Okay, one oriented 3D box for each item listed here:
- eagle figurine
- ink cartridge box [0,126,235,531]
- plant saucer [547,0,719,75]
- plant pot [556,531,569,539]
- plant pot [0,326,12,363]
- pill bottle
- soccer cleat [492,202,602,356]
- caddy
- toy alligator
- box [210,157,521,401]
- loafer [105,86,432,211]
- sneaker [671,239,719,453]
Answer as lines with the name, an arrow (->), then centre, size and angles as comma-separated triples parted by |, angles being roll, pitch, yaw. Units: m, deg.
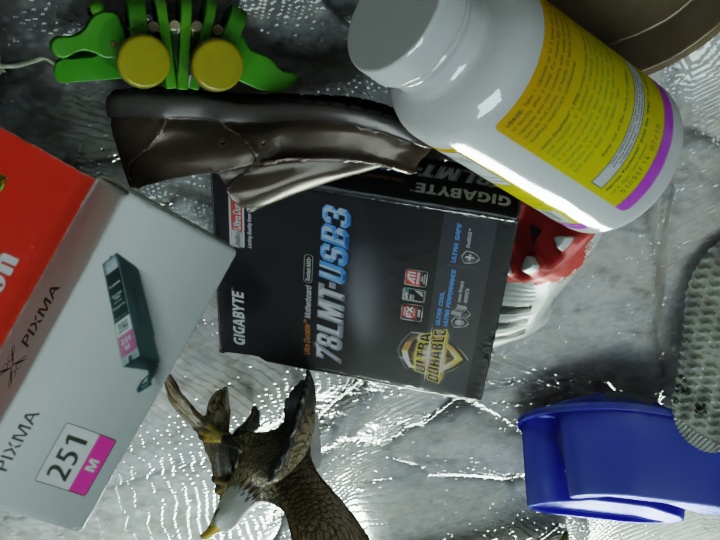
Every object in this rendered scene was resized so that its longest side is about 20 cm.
eagle figurine -> -0.058, 0.156, 1.035 | 0.152, 0.151, 0.200 | 27, 165, -35
ink cartridge box -> -0.187, 0.037, 0.784 | 0.174, 0.044, 0.200 | 29, 90, -45
plant saucer -> 0.144, -0.187, 0.799 | 0.200, 0.030, 0.200 | -6, 140, -5
plant pot -> 0.116, 0.363, 1.363 | 0.190, 0.200, 0.200 | -2, 142, 8
plant pot -> -0.247, 0.040, 0.877 | 0.193, 0.201, 0.200 | -5, 142, -25
pill bottle -> 0.089, -0.103, 0.785 | 0.200, 0.104, 0.104 | 27, 129, -37
soccer cleat -> 0.120, 0.007, 1.006 | 0.085, 0.069, 0.200 | 12, 140, -33
caddy -> 0.232, 0.156, 1.184 | 0.200, 0.105, 0.141 | 11, 159, -25
toy alligator -> -0.134, -0.133, 0.785 | 0.200, 0.059, 0.054 | 1, 100, -15
box -> 0.000, 0.000, 0.937 | 0.198, 0.050, 0.200 | 9, 139, 3
loafer -> -0.054, -0.072, 0.830 | 0.200, 0.073, 0.071 | 5, 100, 8
sneaker -> 0.308, 0.042, 1.094 | 0.099, 0.070, 0.200 | -25, 134, -41
